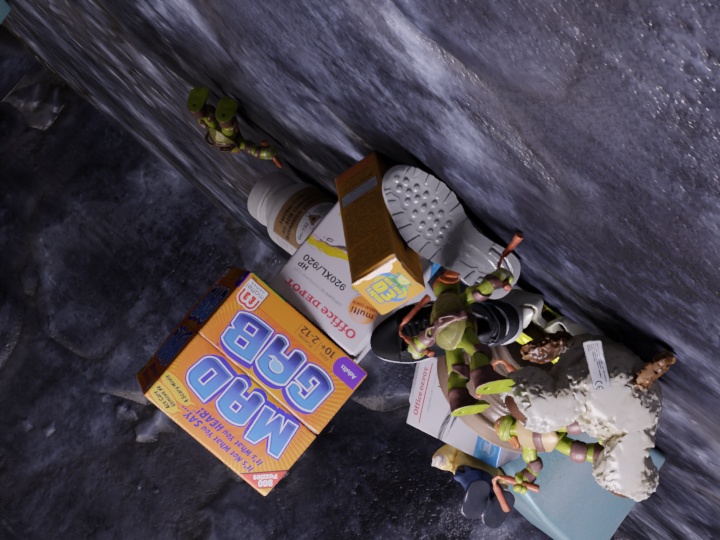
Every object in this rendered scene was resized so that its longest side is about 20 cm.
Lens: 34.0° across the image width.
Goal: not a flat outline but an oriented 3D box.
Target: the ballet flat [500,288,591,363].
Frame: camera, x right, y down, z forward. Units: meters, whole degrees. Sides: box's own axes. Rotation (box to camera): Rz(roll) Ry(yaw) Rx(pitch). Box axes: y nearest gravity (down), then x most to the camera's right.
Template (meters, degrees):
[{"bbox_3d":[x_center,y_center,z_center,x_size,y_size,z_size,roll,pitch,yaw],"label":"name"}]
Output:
[{"bbox_3d":[0.220,0.066,1.406,0.200,0.067,0.067,36,152,15],"label":"ballet flat"}]

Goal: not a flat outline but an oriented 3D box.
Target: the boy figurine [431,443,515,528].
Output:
[{"bbox_3d":[0.151,0.286,1.662,0.124,0.065,0.200,25,-173,-15],"label":"boy figurine"}]

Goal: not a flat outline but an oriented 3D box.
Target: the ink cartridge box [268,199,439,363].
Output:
[{"bbox_3d":[0.000,0.000,1.549,0.147,0.200,0.145,39,174,8],"label":"ink cartridge box"}]

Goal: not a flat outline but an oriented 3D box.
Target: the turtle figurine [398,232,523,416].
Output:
[{"bbox_3d":[0.110,0.060,1.239,0.064,0.200,0.162,15,-132,-41],"label":"turtle figurine"}]

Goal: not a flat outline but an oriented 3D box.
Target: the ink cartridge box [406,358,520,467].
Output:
[{"bbox_3d":[0.139,0.183,1.671,0.200,0.116,0.067,22,-160,34],"label":"ink cartridge box"}]

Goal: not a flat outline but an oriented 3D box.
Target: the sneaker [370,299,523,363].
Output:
[{"bbox_3d":[0.081,0.067,1.384,0.200,0.073,0.112,-12,173,28],"label":"sneaker"}]

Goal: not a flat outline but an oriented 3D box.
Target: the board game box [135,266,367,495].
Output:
[{"bbox_3d":[-0.148,0.136,1.537,0.200,0.200,0.200,42,173,-12],"label":"board game box"}]

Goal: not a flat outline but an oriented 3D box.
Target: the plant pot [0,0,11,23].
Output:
[{"bbox_3d":[-0.983,-0.681,2.931,0.200,0.141,0.141,35,177,-30],"label":"plant pot"}]

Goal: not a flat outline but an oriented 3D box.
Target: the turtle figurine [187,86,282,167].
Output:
[{"bbox_3d":[-0.220,-0.225,1.844,0.200,0.064,0.161,36,171,21],"label":"turtle figurine"}]

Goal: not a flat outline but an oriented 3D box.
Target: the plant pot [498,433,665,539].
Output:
[{"bbox_3d":[0.285,0.277,1.754,0.200,0.196,0.196,38,175,-23],"label":"plant pot"}]

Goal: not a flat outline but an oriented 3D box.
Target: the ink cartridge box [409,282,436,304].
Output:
[{"bbox_3d":[0.031,0.006,1.705,0.200,0.086,0.148,57,173,1],"label":"ink cartridge box"}]

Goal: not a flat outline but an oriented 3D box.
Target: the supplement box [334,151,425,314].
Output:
[{"bbox_3d":[0.020,-0.045,1.341,0.067,0.069,0.200,46,-160,-34],"label":"supplement box"}]

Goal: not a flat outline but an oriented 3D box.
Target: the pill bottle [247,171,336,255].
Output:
[{"bbox_3d":[-0.087,-0.077,1.919,0.200,0.114,0.114,36,173,31],"label":"pill bottle"}]

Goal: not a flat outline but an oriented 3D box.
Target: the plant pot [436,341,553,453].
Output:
[{"bbox_3d":[0.208,0.131,1.540,0.201,0.201,0.093,39,131,10],"label":"plant pot"}]

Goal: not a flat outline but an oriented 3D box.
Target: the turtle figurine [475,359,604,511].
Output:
[{"bbox_3d":[0.226,0.204,1.416,0.161,0.200,0.064,6,-163,32],"label":"turtle figurine"}]

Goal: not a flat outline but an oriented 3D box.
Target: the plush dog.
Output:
[{"bbox_3d":[0.263,0.122,1.272,0.200,0.161,0.172,36,-166,-6],"label":"plush dog"}]

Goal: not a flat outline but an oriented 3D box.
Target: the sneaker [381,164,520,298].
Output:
[{"bbox_3d":[0.091,-0.045,1.323,0.200,0.076,0.081,44,-178,-23],"label":"sneaker"}]
